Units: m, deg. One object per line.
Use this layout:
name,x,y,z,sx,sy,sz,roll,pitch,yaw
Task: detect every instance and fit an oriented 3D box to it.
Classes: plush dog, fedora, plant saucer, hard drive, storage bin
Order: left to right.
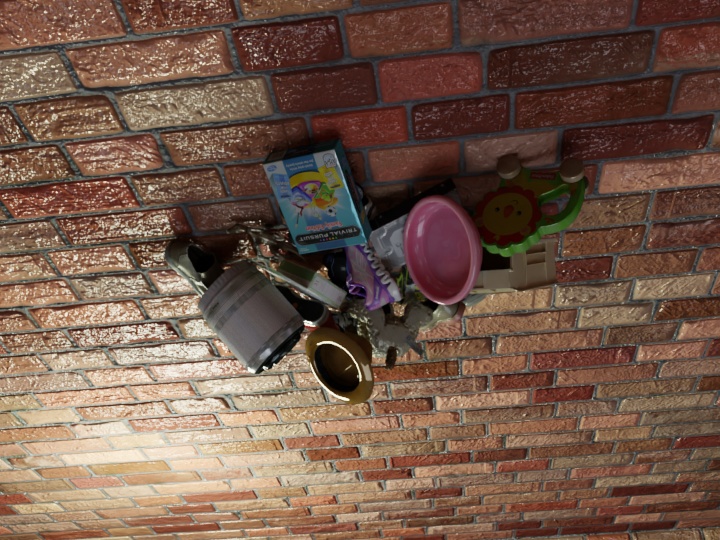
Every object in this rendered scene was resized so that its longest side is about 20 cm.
fedora,-0.030,0.191,1.723,0.198,0.081,0.205,25,133,30
plush dog,0.055,0.149,1.792,0.194,0.165,0.172,5,167,-12
hard drive,0.116,-0.087,1.609,0.196,0.038,0.141,-25,140,2
plant saucer,0.160,-0.041,1.503,0.050,0.204,0.201,-11,154,-37
storage bin,0.265,-0.007,1.596,0.197,0.097,0.196,-4,-178,41

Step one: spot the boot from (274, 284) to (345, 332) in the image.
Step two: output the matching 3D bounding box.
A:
boot,-0.129,0.108,1.807,0.197,0.073,0.145,19,160,34

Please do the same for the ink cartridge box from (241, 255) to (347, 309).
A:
ink cartridge box,-0.141,0.009,1.706,0.199,0.049,0.144,36,170,-37

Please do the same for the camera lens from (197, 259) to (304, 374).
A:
camera lens,-0.225,0.101,1.676,0.200,0.159,0.160,47,136,5

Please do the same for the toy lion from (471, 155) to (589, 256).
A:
toy lion,0.305,-0.114,1.471,0.196,0.195,0.069,6,153,31

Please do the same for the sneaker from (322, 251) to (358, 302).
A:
sneaker,-0.029,0.023,1.785,0.076,0.071,0.202,3,145,17

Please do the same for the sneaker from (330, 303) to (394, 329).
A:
sneaker,-0.023,0.115,1.877,0.197,0.072,0.108,-20,158,28

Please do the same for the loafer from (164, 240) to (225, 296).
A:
loafer,-0.336,0.004,1.729,0.068,0.077,0.199,-8,146,36

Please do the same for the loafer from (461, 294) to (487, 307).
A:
loafer,0.269,0.021,1.778,0.068,0.071,0.200,8,144,-27

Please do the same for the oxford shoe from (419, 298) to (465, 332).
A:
oxford shoe,0.163,0.091,1.858,0.074,0.072,0.199,30,153,-19

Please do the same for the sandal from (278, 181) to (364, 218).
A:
sandal,-0.077,-0.147,1.569,0.196,0.045,0.076,-13,121,34

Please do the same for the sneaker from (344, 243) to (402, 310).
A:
sneaker,0.000,0.000,1.638,0.088,0.202,0.081,-34,155,-2

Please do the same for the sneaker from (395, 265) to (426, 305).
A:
sneaker,0.132,0.007,1.767,0.074,0.077,0.201,-3,154,-15

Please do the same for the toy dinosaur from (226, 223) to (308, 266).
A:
toy dinosaur,-0.177,-0.060,1.648,0.196,0.101,0.059,24,98,-19

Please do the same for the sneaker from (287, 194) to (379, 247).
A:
sneaker,-0.057,-0.102,1.613,0.195,0.075,0.081,-16,138,6

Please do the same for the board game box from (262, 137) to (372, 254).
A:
board game box,-0.079,-0.136,1.509,0.147,0.047,0.203,-8,122,21
